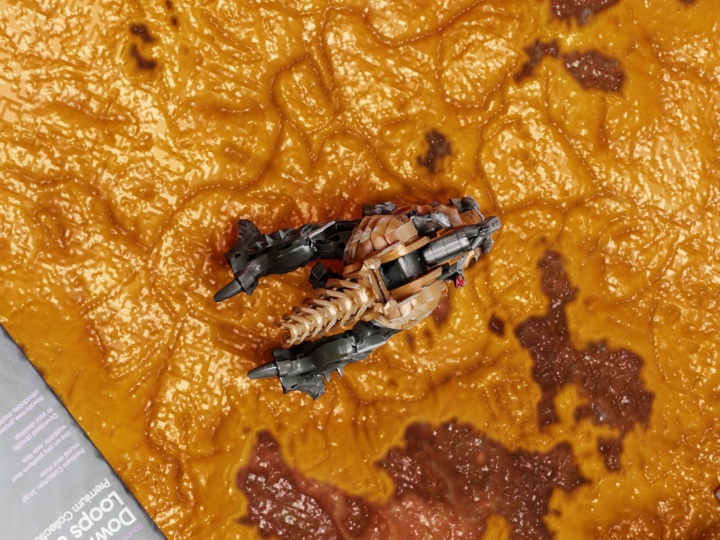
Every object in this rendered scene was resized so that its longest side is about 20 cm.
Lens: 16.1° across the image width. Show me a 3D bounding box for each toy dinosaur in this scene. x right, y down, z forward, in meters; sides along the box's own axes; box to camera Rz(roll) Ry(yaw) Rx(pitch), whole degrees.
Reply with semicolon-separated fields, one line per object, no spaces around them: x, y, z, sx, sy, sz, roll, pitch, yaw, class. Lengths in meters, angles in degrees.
0.000;0.000;1.346;0.200;0.135;0.103;11;63;-59;toy dinosaur

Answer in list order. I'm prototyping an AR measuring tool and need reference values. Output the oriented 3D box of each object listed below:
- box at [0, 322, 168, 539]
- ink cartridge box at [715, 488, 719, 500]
-0.205;0.123;1.327;0.143;0.036;0.200;-40;102;-16;box
0.339;0.124;1.458;0.200;0.145;0.145;-39;100;-16;ink cartridge box
